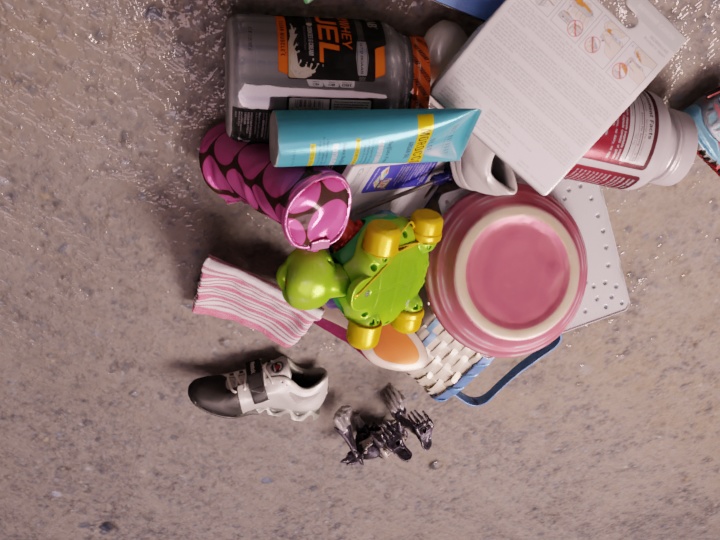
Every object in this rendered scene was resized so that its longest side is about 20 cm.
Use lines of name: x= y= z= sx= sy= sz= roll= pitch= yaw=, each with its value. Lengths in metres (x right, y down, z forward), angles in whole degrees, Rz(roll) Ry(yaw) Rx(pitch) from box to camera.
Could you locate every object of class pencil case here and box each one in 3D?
pencil case: x=-0.090 y=-0.086 z=0.905 sx=0.090 sy=0.199 sz=0.095 roll=-6 pitch=115 yaw=-34

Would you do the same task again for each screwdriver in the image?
screwdriver: x=0.068 y=-0.099 z=0.993 sx=0.197 sy=0.029 sz=0.028 roll=-19 pitch=151 yaw=-27

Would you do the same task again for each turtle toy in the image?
turtle toy: x=0.000 y=0.000 z=0.947 sx=0.198 sy=0.100 sz=0.148 roll=-15 pitch=124 yaw=-46

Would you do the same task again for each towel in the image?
towel: x=-0.127 y=0.044 z=1.038 sx=0.144 sy=0.030 sz=0.200 roll=23 pitch=162 yaw=-8

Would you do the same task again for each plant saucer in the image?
plant saucer: x=0.173 y=0.001 z=1.007 sx=0.196 sy=0.051 sz=0.205 roll=-1 pitch=93 yaw=-9

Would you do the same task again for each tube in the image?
tube: x=0.013 y=-0.127 z=0.832 sx=0.196 sy=0.051 sz=0.078 roll=-4 pitch=156 yaw=-15

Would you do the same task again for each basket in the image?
basket: x=0.142 y=0.089 z=1.146 sx=0.199 sy=0.140 sz=0.176 roll=34 pitch=120 yaw=-22

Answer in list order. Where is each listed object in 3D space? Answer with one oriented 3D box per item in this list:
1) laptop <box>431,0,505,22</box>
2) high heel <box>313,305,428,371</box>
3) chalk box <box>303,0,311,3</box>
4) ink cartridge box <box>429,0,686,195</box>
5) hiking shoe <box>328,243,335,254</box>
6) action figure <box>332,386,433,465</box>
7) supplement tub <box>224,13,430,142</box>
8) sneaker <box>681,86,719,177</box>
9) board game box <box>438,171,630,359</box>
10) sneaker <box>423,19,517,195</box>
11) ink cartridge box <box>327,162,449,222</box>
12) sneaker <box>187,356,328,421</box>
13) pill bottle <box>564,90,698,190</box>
laptop: x=0.136 y=-0.332 z=0.781 sx=0.184 sy=0.118 sz=0.199 roll=14 pitch=162 yaw=-23
high heel: x=-0.008 y=0.065 z=1.091 sx=0.197 sy=0.096 sz=0.068 roll=24 pitch=89 yaw=-6
chalk box: x=-0.029 y=-0.317 z=0.708 sx=0.123 sy=0.202 sz=0.124 roll=-26 pitch=132 yaw=13
ink cartridge box: x=0.188 y=-0.201 z=0.857 sx=0.159 sy=0.047 sz=0.200 roll=39 pitch=106 yaw=-8
hiking shoe: x=-0.010 y=-0.018 z=1.065 sx=0.100 sy=0.076 sz=0.199 roll=-41 pitch=128 yaw=20
action figure: x=0.028 y=0.229 z=1.280 sx=0.118 sy=0.104 sz=0.199 roll=-23 pitch=-179 yaw=-27
supplement tub: x=-0.036 y=-0.189 z=0.876 sx=0.196 sy=0.124 sz=0.124 roll=-1 pitch=132 yaw=-12
sneaker: x=0.463 y=-0.149 z=1.044 sx=0.199 sy=0.080 sz=0.096 roll=28 pitch=115 yaw=-37
board game box: x=0.207 y=-0.021 z=1.049 sx=0.197 sy=0.026 sz=0.203 roll=-18 pitch=97 yaw=-8
sneaker: x=0.127 y=-0.169 z=0.930 sx=0.075 sy=0.088 sz=0.202 roll=-37 pitch=126 yaw=-19
ink cartridge box: x=0.024 y=-0.099 z=0.988 sx=0.198 sy=0.039 sz=0.100 roll=-12 pitch=143 yaw=-49
sneaker: x=-0.136 y=0.151 z=1.201 sx=0.197 sy=0.075 sz=0.089 roll=5 pitch=126 yaw=-26
pill bottle: x=0.269 y=-0.153 z=0.977 sx=0.196 sy=0.114 sz=0.114 roll=9 pitch=130 yaw=-19
